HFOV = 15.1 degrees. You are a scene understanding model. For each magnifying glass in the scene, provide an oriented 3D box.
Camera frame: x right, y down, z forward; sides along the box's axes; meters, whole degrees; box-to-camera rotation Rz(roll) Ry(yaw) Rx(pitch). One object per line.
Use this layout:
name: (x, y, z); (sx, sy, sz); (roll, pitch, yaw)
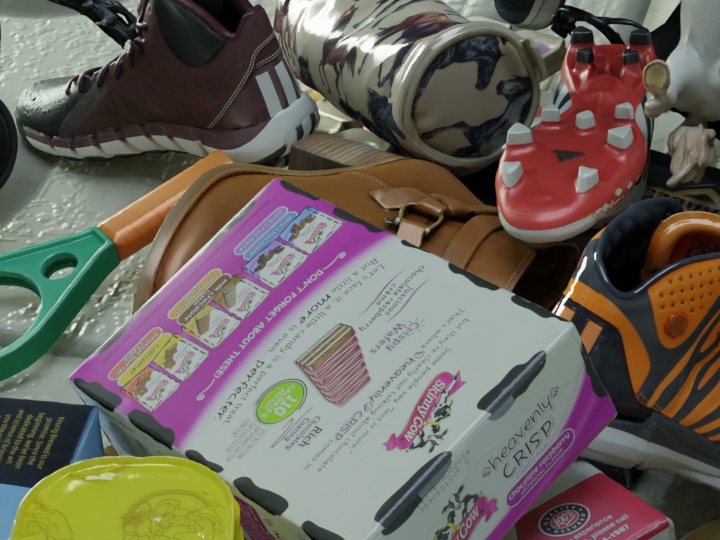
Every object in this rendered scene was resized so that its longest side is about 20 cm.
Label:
magnifying glass: (-0.148, -0.004, 1.412); (0.200, 0.022, 0.080); (-32, 43, -18)

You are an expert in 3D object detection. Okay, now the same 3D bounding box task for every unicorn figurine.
unicorn figurine: (0.187, -0.142, 1.329); (0.074, 0.201, 0.137); (32, 11, 13)

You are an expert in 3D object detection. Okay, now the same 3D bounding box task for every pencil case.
pencil case: (0.024, -0.114, 1.424); (0.089, 0.078, 0.200); (-42, 29, -5)

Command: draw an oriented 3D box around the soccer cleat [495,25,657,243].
soccer cleat: (0.111, -0.049, 1.328); (0.068, 0.086, 0.200); (3, 29, 14)

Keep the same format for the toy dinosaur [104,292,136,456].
toy dinosaur: (-0.094, 0.068, 1.316); (0.106, 0.061, 0.200); (-30, 21, -27)

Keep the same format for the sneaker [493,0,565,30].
sneaker: (0.052, -0.193, 1.463); (0.145, 0.202, 0.077); (10, 75, -4)

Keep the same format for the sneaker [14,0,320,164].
sneaker: (-0.117, -0.124, 1.489); (0.199, 0.116, 0.076); (3, 34, 33)

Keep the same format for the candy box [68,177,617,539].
candy box: (-0.010, 0.053, 1.144); (0.136, 0.061, 0.200); (-44, 41, -17)

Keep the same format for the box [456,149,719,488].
box: (0.097, 0.005, 1.381); (0.199, 0.050, 0.198); (19, 43, 29)

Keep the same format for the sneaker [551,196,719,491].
sneaker: (0.156, 0.034, 1.212); (0.077, 0.112, 0.200); (32, 13, 38)

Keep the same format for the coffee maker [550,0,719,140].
coffee maker: (0.236, -0.165, 1.430); (0.192, 0.135, 0.200); (34, 86, -2)

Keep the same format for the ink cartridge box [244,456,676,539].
ink cartridge box: (0.022, 0.128, 1.179); (0.144, 0.085, 0.200); (-28, 36, -24)

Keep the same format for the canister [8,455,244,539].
canister: (-0.082, 0.193, 1.033); (0.086, 0.201, 0.149); (-2, 38, 4)

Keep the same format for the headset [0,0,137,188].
headset: (-0.209, -0.080, 1.446); (0.094, 0.200, 0.124); (28, 23, -31)

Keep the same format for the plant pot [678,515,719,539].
plant pot: (0.211, 0.172, 1.171); (0.199, 0.028, 0.200); (-3, 39, 2)

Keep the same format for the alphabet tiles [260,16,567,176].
alphabet tiles: (0.013, -0.084, 1.481); (0.200, 0.015, 0.195); (-31, 30, -23)

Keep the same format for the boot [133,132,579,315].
boot: (0.000, 0.000, 1.289); (0.154, 0.074, 0.200); (23, 38, 25)

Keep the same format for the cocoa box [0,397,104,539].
cocoa box: (-0.187, 0.161, 1.139); (0.131, 0.134, 0.200); (4, 39, 11)
